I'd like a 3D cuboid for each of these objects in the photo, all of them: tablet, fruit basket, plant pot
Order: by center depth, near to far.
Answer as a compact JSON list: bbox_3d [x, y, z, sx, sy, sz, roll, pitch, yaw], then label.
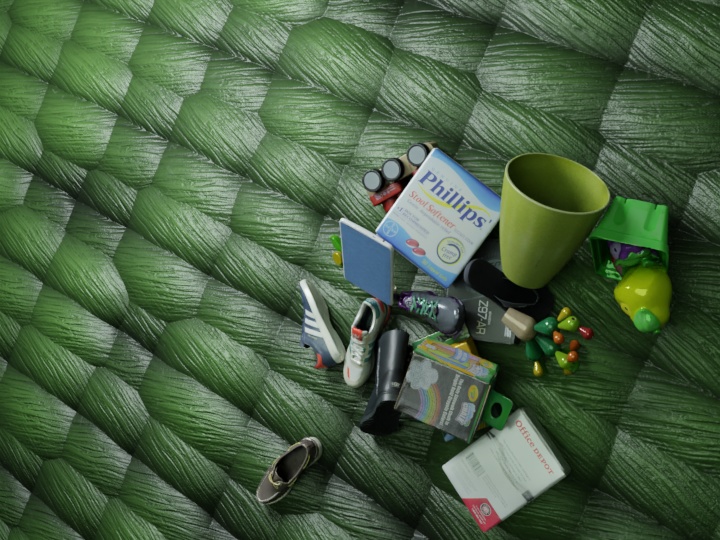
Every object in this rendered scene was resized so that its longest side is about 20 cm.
[{"bbox_3d":[0.477,0.003,1.328,0.153,0.215,0.220,15,91,26],"label":"fruit basket"},{"bbox_3d":[0.323,-0.074,1.363,0.186,0.186,0.203,33,133,25],"label":"plant pot"},{"bbox_3d":[0.015,-0.015,1.534,0.129,0.202,0.014,30,61,22],"label":"tablet"}]

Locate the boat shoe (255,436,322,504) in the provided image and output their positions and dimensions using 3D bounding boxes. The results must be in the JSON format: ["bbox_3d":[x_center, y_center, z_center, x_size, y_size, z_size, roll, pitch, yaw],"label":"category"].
[{"bbox_3d":[-0.168,0.444,1.673,0.200,0.059,0.072,-45,68,15],"label":"boat shoe"}]

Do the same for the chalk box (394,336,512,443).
[{"bbox_3d":[0.183,0.226,1.411,0.197,0.124,0.127,22,105,14],"label":"chalk box"}]

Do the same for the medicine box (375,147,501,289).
[{"bbox_3d":[0.159,-0.102,1.474,0.181,0.103,0.201,37,100,5],"label":"medicine box"}]

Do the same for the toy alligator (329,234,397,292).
[{"bbox_3d":[0.000,0.000,1.648,0.200,0.059,0.055,42,145,21],"label":"toy alligator"}]

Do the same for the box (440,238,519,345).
[{"bbox_3d":[0.248,0.039,1.524,0.157,0.043,0.205,6,87,27],"label":"box"}]

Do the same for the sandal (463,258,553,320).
[{"bbox_3d":[0.285,0.042,1.438,0.043,0.197,0.077,-2,67,69],"label":"sandal"}]

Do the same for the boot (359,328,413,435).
[{"bbox_3d":[0.056,0.232,1.573,0.075,0.201,0.171,13,55,-6],"label":"boot"}]

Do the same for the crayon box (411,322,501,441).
[{"bbox_3d":[0.187,0.220,1.501,0.124,0.051,0.203,-24,90,22],"label":"crayon box"}]

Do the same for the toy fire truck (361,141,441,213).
[{"bbox_3d":[0.113,-0.145,1.582,0.174,0.128,0.203,-26,91,25],"label":"toy fire truck"}]

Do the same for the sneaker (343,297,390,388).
[{"bbox_3d":[-0.002,0.150,1.606,0.069,0.093,0.203,22,94,26],"label":"sneaker"}]

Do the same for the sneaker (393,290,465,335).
[{"bbox_3d":[0.133,0.080,1.495,0.200,0.086,0.076,-163,82,-71],"label":"sneaker"}]

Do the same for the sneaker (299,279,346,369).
[{"bbox_3d":[-0.108,0.122,1.671,0.084,0.075,0.203,-28,73,16],"label":"sneaker"}]

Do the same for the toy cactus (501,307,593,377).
[{"bbox_3d":[0.341,0.120,1.404,0.164,0.201,0.103,35,68,13],"label":"toy cactus"}]

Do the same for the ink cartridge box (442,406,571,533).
[{"bbox_3d":[0.279,0.376,1.448,0.199,0.083,0.146,-40,69,16],"label":"ink cartridge box"}]
